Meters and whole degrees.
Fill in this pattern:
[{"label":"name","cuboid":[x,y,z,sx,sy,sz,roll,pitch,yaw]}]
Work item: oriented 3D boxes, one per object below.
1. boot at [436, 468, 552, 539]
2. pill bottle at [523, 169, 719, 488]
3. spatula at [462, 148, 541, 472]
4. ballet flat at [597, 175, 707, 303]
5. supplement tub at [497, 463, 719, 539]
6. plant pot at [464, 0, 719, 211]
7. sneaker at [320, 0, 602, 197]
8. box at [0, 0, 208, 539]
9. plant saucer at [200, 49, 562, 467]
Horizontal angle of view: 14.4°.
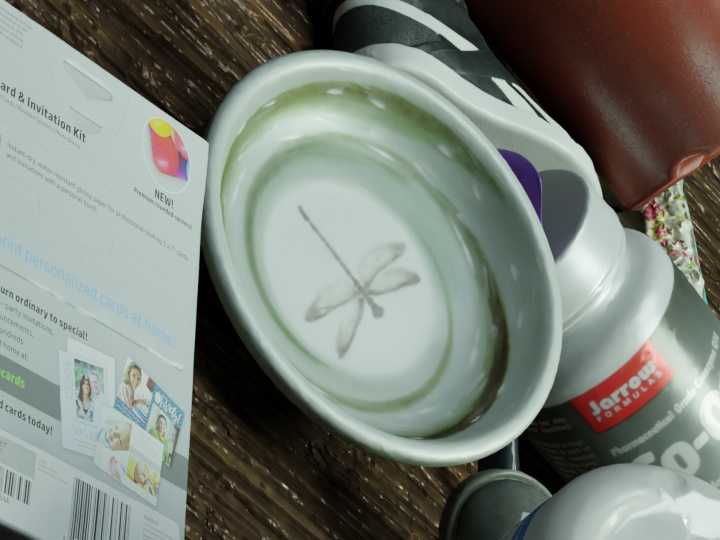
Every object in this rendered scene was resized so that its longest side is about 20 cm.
[{"label":"boot","cuboid":[0.108,0.172,1.175,0.200,0.072,0.183,175,-104,-74]},{"label":"pill bottle","cuboid":[0.130,0.052,1.432,0.200,0.114,0.114,49,29,-28]},{"label":"spatula","cuboid":[0.063,0.043,1.342,0.021,0.056,0.201,-14,101,-77]},{"label":"ballet flat","cuboid":[0.153,-0.031,1.618,0.064,0.076,0.201,11,42,-18]},{"label":"supplement tub","cuboid":[0.068,0.171,1.062,0.131,0.200,0.133,19,49,-24]},{"label":"plant pot","cuboid":[0.151,-0.152,1.540,0.196,0.200,0.201,56,25,2]},{"label":"sneaker","cuboid":[0.058,-0.102,1.489,0.200,0.073,0.112,34,39,-43]},{"label":"box","cuboid":[-0.121,0.012,1.041,0.156,0.041,0.201,34,50,-46]},{"label":"plant saucer","cuboid":[0.000,0.000,1.273,0.199,0.050,0.201,21,54,-31]}]
